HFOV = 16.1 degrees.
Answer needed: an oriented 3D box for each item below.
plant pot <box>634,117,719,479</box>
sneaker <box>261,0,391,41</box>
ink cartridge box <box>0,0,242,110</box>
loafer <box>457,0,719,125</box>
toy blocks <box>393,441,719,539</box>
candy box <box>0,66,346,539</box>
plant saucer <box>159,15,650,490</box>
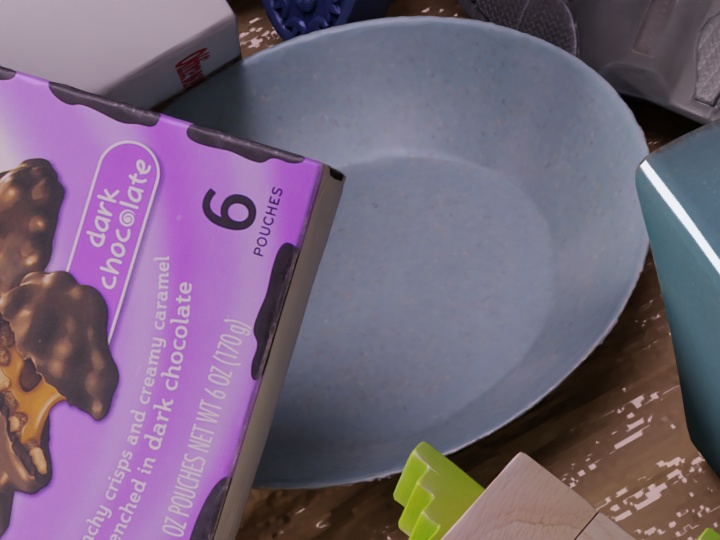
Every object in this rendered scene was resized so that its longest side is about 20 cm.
[{"bbox_3d":[0.186,0.051,0.652,0.141,0.141,0.200,-26,52,-4],"label":"plant pot"},{"bbox_3d":[0.014,-0.177,0.919,0.078,0.201,0.070,-2,13,-44],"label":"sneaker"},{"bbox_3d":[-0.156,-0.089,0.844,0.200,0.145,0.145,-29,91,-3],"label":"ink cartridge box"},{"bbox_3d":[0.104,-0.084,0.863,0.200,0.063,0.072,35,98,43],"label":"loafer"},{"bbox_3d":[0.053,0.144,0.613,0.200,0.100,0.137,38,57,12],"label":"toy blocks"},{"bbox_3d":[-0.125,0.022,0.728,0.199,0.072,0.168,17,90,4],"label":"candy box"},{"bbox_3d":[0.000,0.000,0.827,0.200,0.039,0.201,-9,47,10],"label":"plant saucer"}]
